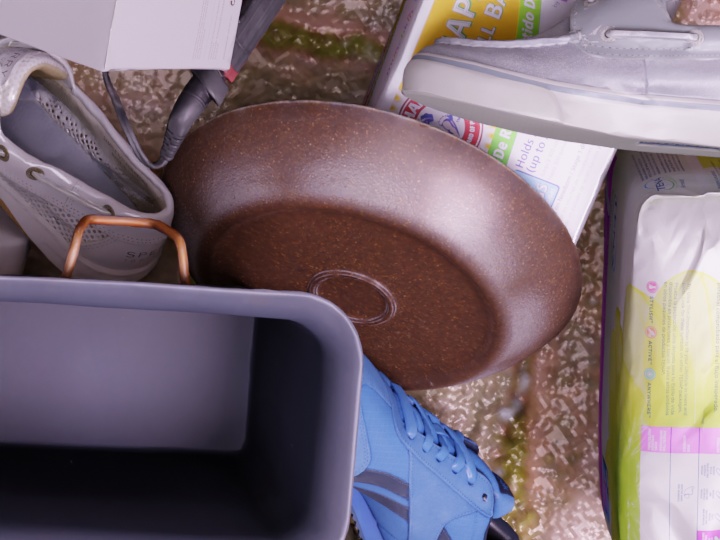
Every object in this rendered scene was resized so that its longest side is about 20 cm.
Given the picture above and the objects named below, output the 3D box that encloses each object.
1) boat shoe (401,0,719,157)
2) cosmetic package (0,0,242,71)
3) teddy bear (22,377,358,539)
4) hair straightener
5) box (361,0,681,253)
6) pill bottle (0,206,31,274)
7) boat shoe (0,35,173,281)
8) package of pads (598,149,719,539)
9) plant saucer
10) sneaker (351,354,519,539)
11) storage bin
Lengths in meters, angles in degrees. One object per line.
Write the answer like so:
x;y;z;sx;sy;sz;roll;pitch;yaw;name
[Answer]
0.119;-0.090;1.133;0.200;0.070;0.072;6;87;-2;boat shoe
-0.152;-0.136;1.159;0.200;0.082;0.051;22;109;34;cosmetic package
-0.090;0.107;1.280;0.200;0.067;0.145;22;114;-21;teddy bear
-0.058;-0.134;1.195;0.077;0.041;0.200;17;71;33;hair straightener
0.081;-0.125;1.204;0.112;0.101;0.200;20;103;-5;box
-0.224;0.063;1.246;0.114;0.114;0.200;17;103;-4;pill bottle
-0.160;-0.079;1.212;0.200;0.071;0.069;40;139;3;boat shoe
0.147;0.044;1.220;0.068;0.155;0.200;0;104;0;package of pads
0.000;0.000;1.206;0.200;0.037;0.201;12;146;8;plant saucer
0.024;0.085;1.240;0.078;0.066;0.200;-14;139;10;sneaker
-0.112;0.045;1.136;0.200;0.134;0.146;3;100;-13;storage bin
